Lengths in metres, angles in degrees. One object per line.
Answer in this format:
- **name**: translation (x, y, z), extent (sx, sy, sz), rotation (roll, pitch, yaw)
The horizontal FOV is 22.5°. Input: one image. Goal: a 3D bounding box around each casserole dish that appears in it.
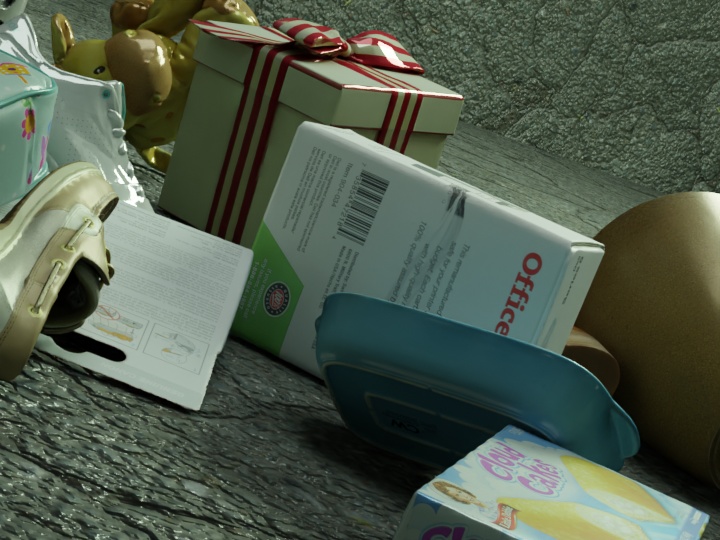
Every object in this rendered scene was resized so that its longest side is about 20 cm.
- **casserole dish**: translation (0.054, 0.075, 0.989), extent (0.199, 0.039, 0.121), rotation (17, -31, 27)

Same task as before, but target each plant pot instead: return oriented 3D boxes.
- **plant pot**: translation (0.260, 0.070, 1.301), extent (0.185, 0.187, 0.200), rotation (18, 23, -21)

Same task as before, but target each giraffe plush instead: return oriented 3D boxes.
- **giraffe plush**: translation (-0.199, -0.172, 1.586), extent (0.173, 0.200, 0.162), rotation (50, 24, 15)

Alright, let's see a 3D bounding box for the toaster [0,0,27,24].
- **toaster**: translation (-0.383, -0.257, 1.592), extent (0.118, 0.182, 0.200), rotation (28, 11, 27)

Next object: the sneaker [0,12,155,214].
- **sneaker**: translation (-0.176, -0.080, 1.181), extent (0.200, 0.089, 0.075), rotation (47, -16, -16)

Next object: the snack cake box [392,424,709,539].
- **snack cake box**: translation (0.087, 0.135, 0.827), extent (0.114, 0.068, 0.200), rotation (25, 10, 13)

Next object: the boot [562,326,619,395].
- **boot**: translation (0.075, 0.051, 1.293), extent (0.199, 0.074, 0.155), rotation (18, 3, -14)

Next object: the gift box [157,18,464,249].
- **gift box**: translation (-0.054, -0.114, 1.480), extent (0.199, 0.188, 0.184), rotation (28, 18, 30)

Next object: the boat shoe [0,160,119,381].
- **boat shoe**: translation (-0.168, 0.003, 0.953), extent (0.066, 0.074, 0.200), rotation (36, 28, -2)

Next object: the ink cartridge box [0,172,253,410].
- **ink cartridge box**: translation (-0.156, 0.019, 1.054), extent (0.161, 0.057, 0.200), rotation (21, 30, -5)

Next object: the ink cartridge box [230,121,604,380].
- **ink cartridge box**: translation (0.034, 0.011, 1.150), extent (0.199, 0.146, 0.084), rotation (26, 9, 21)

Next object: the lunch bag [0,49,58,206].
- **lunch bag**: translation (-0.281, -0.082, 1.037), extent (0.159, 0.078, 0.200), rotation (20, 27, 22)
